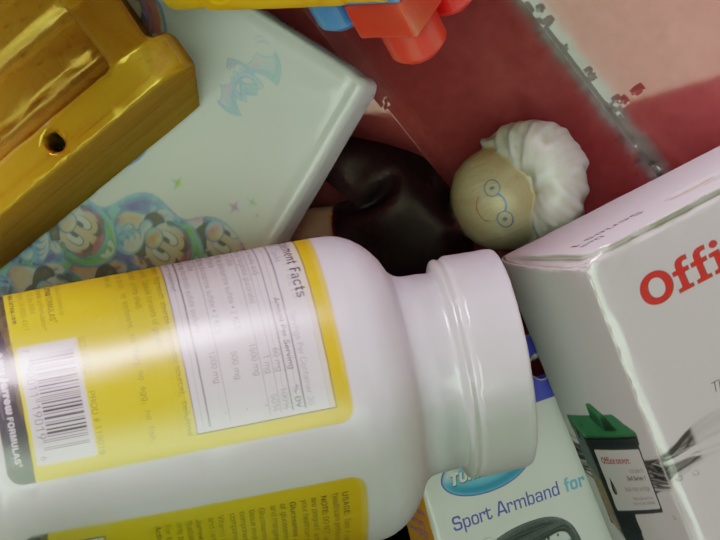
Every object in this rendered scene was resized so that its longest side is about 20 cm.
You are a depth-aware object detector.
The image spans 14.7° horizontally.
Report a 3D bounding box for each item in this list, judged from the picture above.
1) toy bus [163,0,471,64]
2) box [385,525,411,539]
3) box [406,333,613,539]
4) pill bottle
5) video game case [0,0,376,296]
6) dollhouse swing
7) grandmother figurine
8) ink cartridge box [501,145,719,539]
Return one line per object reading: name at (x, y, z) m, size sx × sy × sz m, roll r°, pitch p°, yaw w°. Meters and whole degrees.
toy bus at (-0.007, -0.179, 1.008) m, size 0.135 × 0.201 × 0.192 m, roll 1°, pitch 139°, yaw 39°
box at (-0.027, 0.222, 1.126) m, size 0.147 × 0.104 × 0.201 m, roll -13°, pitch 102°, yaw 7°
box at (0.085, 0.118, 1.104) m, size 0.118 × 0.041 × 0.201 m, roll -17°, pitch 101°, yaw -16°
pill bottle at (-0.042, 0.050, 1.006) m, size 0.199 × 0.112 × 0.113 m, roll -10°, pitch 103°, yaw -7°
video game case at (-0.118, -0.034, 1.082) m, size 0.182 × 0.024 × 0.201 m, roll 33°, pitch 99°, yaw 13°
dollhouse swing at (-0.177, -0.110, 0.995) m, size 0.181 × 0.176 × 0.200 m, roll -38°, pitch 82°, yaw 14°
grandmother figurine at (0.000, 0.000, 1.095) m, size 0.199 × 0.061 × 0.122 m, roll -26°, pitch 109°, yaw 13°
ink cartridge box at (0.160, 0.054, 1.053) m, size 0.146 × 0.084 × 0.201 m, roll -26°, pitch 101°, yaw -19°
